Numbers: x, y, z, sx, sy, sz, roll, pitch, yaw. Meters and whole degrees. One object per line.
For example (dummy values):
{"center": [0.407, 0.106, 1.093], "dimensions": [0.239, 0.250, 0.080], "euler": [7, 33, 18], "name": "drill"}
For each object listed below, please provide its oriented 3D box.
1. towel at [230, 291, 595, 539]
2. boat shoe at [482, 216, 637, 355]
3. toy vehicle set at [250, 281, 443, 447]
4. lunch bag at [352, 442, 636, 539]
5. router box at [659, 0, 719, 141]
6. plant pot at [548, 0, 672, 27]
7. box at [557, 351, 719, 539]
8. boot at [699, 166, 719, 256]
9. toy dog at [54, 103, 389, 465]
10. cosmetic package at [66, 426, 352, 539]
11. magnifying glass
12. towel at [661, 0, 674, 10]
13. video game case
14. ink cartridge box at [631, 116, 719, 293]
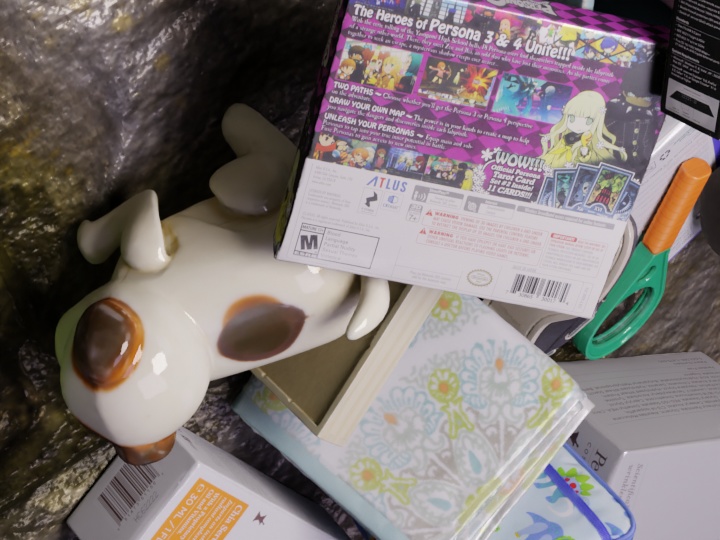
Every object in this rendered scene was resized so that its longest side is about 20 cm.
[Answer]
{"center": [0.035, 0.092, 1.373], "dimensions": [0.171, 0.200, 0.048], "euler": [-49, 168, -3], "name": "towel"}
{"center": [0.140, 0.013, 1.445], "dimensions": [0.063, 0.073, 0.200], "euler": [-21, 158, -46], "name": "boat shoe"}
{"center": [0.000, 0.000, 1.322], "dimensions": [0.026, 0.124, 0.201], "euler": [24, 102, -43], "name": "toy vehicle set"}
{"center": [0.093, 0.174, 1.451], "dimensions": [0.160, 0.200, 0.083], "euler": [-20, 135, -22], "name": "lunch bag"}
{"center": [0.259, -0.171, 1.120], "dimensions": [0.199, 0.051, 0.150], "euler": [-20, 128, -35], "name": "router box"}
{"center": [0.157, -0.245, 1.230], "dimensions": [0.195, 0.200, 0.197], "euler": [-16, 125, -28], "name": "plant pot"}
{"center": [0.214, 0.185, 1.597], "dimensions": [0.199, 0.131, 0.200], "euler": [-2, 118, -36], "name": "box"}
{"center": [0.304, -0.080, 1.466], "dimensions": [0.075, 0.073, 0.201], "euler": [-41, 156, -33], "name": "boot"}
{"center": [-0.096, 0.030, 1.230], "dimensions": [0.200, 0.194, 0.140], "euler": [-36, 145, -22], "name": "toy dog"}
{"center": [-0.097, 0.190, 1.408], "dimensions": [0.102, 0.071, 0.200], "euler": [-52, 135, 3], "name": "cosmetic package"}
{"center": [0.212, -0.006, 1.498], "dimensions": [0.079, 0.022, 0.200], "euler": [-23, 150, -36], "name": "magnifying glass"}
{"center": [0.261, -0.208, 1.170], "dimensions": [0.200, 0.032, 0.191], "euler": [31, 97, -44], "name": "towel"}
{"center": [0.066, -0.071, 1.148], "dimensions": [0.199, 0.036, 0.182], "euler": [10, 119, -12], "name": "video game case"}
{"center": [0.249, -0.092, 1.486], "dimensions": [0.198, 0.043, 0.200], "euler": [-43, 155, -4], "name": "ink cartridge box"}
